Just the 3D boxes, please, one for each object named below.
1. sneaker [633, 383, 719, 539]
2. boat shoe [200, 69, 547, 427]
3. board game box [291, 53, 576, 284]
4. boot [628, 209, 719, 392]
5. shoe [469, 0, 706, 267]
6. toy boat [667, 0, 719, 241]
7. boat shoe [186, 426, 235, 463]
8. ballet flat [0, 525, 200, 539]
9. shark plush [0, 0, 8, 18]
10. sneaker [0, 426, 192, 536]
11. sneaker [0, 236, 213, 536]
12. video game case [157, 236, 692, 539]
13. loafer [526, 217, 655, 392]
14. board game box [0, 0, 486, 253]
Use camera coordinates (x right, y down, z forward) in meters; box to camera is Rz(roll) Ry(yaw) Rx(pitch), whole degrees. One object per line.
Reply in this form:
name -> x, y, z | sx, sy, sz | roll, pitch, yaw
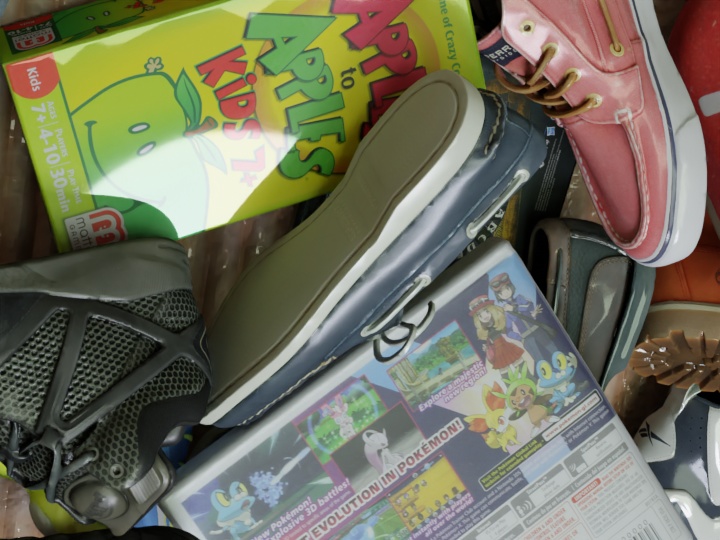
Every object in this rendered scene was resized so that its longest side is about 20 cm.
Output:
sneaker -> 0.235, 0.095, 1.172 | 0.199, 0.079, 0.130 | 12, 112, -21
boat shoe -> 0.000, 0.000, 0.939 | 0.062, 0.075, 0.200 | 28, 110, -33
board game box -> 0.030, -0.013, 1.048 | 0.135, 0.028, 0.200 | 8, 105, -31
boot -> 0.237, 0.012, 1.107 | 0.200, 0.075, 0.107 | 12, 59, -10
shoe -> 0.092, -0.094, 0.995 | 0.091, 0.071, 0.200 | -11, 88, -30
toy boat -> 0.232, -0.074, 1.035 | 0.130, 0.200, 0.131 | -12, 157, -20
boat shoe -> -0.001, 0.136, 1.070 | 0.200, 0.060, 0.074 | 37, 87, -34
ballet flat -> -0.154, 0.152, 0.940 | 0.200, 0.057, 0.067 | -16, 114, 24
shark plush -> -0.170, -0.073, 0.882 | 0.200, 0.083, 0.091 | -46, 123, -6
sneaker -> -0.100, 0.098, 0.992 | 0.105, 0.076, 0.200 | -39, 122, -11
sneaker -> -0.148, 0.059, 0.882 | 0.199, 0.076, 0.114 | -11, 73, -31
video game case -> 0.033, 0.114, 1.000 | 0.200, 0.023, 0.182 | -36, 107, -10
loafer -> 0.082, 0.070, 1.059 | 0.063, 0.072, 0.200 | 18, 89, -29
board game box -> -0.049, -0.080, 0.943 | 0.200, 0.048, 0.102 | -17, 117, -8
